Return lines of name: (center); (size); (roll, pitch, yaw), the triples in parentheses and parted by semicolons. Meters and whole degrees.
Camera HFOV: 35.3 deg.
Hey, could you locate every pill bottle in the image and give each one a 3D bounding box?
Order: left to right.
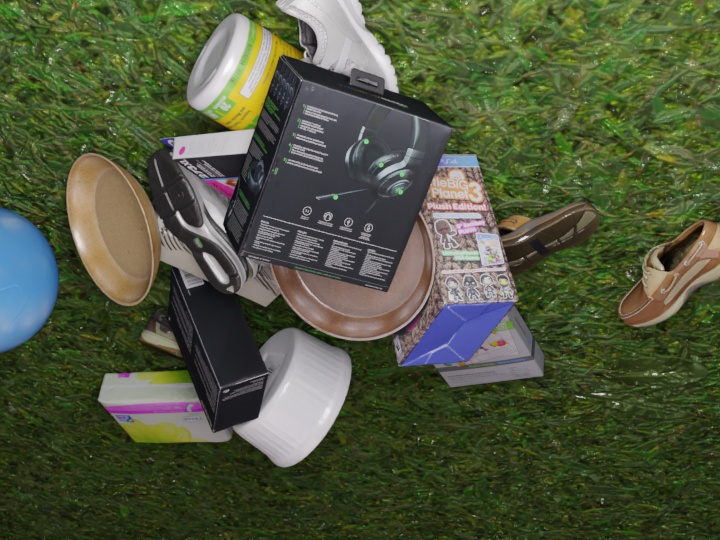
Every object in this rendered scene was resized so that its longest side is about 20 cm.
pill bottle: (-0.080, -0.183, 1.238); (0.198, 0.112, 0.111); (28, 141, -26)

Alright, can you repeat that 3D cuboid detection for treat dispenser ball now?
treat dispenser ball: (-0.512, 0.013, 1.537); (0.198, 0.203, 0.202); (6, 146, 4)

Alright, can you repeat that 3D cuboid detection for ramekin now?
ramekin: (-0.111, 0.184, 1.710); (0.097, 0.202, 0.200); (34, 139, -21)

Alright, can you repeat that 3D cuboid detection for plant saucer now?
plant saucer: (-0.311, -0.056, 1.456); (0.035, 0.202, 0.200); (-22, 167, -39)
plant saucer: (-0.008, -0.021, 1.276); (0.197, 0.035, 0.203); (6, 110, 16)

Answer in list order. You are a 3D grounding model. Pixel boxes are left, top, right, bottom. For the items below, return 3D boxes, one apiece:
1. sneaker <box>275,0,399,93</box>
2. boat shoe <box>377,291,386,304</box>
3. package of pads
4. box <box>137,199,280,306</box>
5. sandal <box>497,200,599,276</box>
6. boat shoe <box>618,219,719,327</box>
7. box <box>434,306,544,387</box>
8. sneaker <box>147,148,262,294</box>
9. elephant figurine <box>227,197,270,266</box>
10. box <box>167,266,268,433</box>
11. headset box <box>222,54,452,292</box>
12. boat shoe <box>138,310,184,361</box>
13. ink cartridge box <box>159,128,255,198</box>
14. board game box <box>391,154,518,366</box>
sneaker: (-0.026, -0.228, 1.175); (0.082, 0.075, 0.201); (-37, 128, -7)
boat shoe: (0.026, -0.036, 1.328); (0.073, 0.063, 0.204); (17, 115, 46)
package of pads: (-0.327, 0.236, 1.939); (0.197, 0.069, 0.155); (-3, 144, 17)
box: (-0.190, -0.033, 1.510); (0.198, 0.083, 0.068); (23, 143, -23)
sandal: (0.205, -0.046, 1.435); (0.198, 0.055, 0.082); (-27, 140, 21)
boat shoe: (0.395, -0.003, 1.438); (0.073, 0.076, 0.200); (28, 133, -18)
box: (0.167, 0.099, 1.657); (0.154, 0.042, 0.201); (-9, 141, 24)
sneaker: (-0.186, -0.079, 1.453); (0.075, 0.115, 0.202); (-24, 100, 41)
elephant figurine: (-0.100, -0.075, 1.391); (0.197, 0.158, 0.141); (-6, 158, 21)
box: (-0.205, 0.104, 1.597); (0.078, 0.202, 0.142); (-15, 152, -23)
headset box: (-0.024, -0.102, 1.143); (0.172, 0.093, 0.202); (13, 110, -24)
boat shoe: (-0.239, 0.110, 1.710); (0.198, 0.067, 0.072); (15, 168, 15)
ink cartridge box: (-0.140, -0.117, 1.262); (0.198, 0.038, 0.094); (5, 158, 47)
board game box: (0.092, -0.012, 1.354); (0.095, 0.202, 0.160); (-1, 150, -21)
